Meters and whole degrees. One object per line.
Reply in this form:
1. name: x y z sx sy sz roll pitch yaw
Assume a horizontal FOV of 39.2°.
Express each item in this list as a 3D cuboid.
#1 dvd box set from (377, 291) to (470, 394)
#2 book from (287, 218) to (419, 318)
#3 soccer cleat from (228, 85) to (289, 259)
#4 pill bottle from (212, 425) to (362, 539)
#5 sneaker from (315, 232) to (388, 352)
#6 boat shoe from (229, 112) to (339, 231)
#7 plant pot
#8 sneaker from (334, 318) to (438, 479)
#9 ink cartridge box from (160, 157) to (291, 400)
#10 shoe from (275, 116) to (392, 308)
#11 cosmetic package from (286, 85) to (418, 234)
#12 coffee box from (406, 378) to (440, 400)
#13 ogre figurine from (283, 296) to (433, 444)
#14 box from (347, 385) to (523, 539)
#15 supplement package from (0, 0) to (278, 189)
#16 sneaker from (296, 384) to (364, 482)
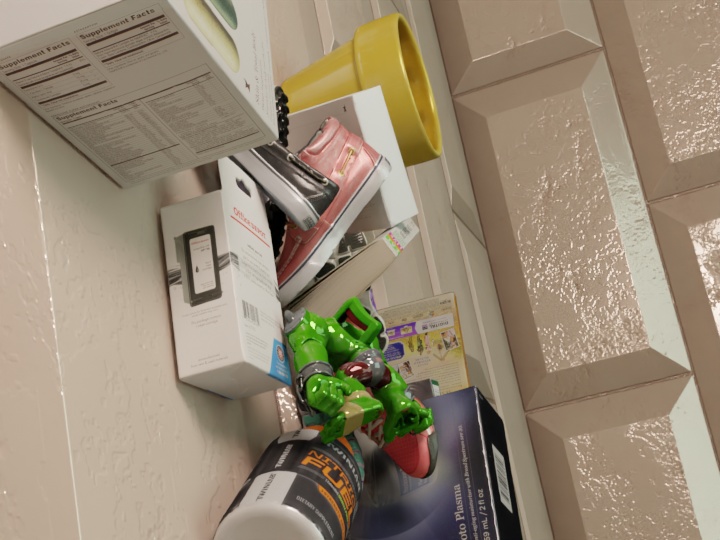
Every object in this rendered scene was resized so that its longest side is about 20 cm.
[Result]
1. dvd box set: 0.081 0.139 1.437 0.029 0.144 0.203 55 24 -57
2. book: 0.000 0.000 1.152 0.048 0.133 0.200 51 14 -1
3. soccer cleat: -0.119 -0.098 1.093 0.068 0.072 0.204 -29 122 -75
4. pill bottle: -0.057 0.212 0.916 0.200 0.104 0.108 -56 129 -72
5. sneaker: -0.019 0.022 1.363 0.084 0.079 0.203 -114 -169 -72
6. boat shoe: -0.099 -0.130 1.013 0.200 0.066 0.070 45 -6 15
7. plant pot: -0.003 -0.229 1.402 0.201 0.186 0.204 -15 90 -76
8. sneaker: 0.003 0.146 1.080 0.086 0.074 0.201 -16 57 -37
9. ink cartridge box: -0.126 0.006 0.935 0.116 0.067 0.204 45 33 -66
10. shoe: -0.058 -0.062 1.070 0.091 0.201 0.071 38 -7 -12
11. cosmetic package: -0.031 -0.122 1.199 0.051 0.198 0.153 -27 104 -35
12. coffee box: 0.060 0.250 1.293 0.044 0.121 0.204 34 45 -70
13. ogre figurine: -0.006 0.098 0.973 0.198 0.099 0.121 0 48 -42
14. box: 0.072 0.267 1.167 0.123 0.195 0.203 49 29 -52
15. supplement package: -0.174 -0.192 0.787 0.200 0.148 0.154 48 30 -60
16. sneaker: -0.024 0.210 1.115 0.088 0.073 0.202 66 16 -48
